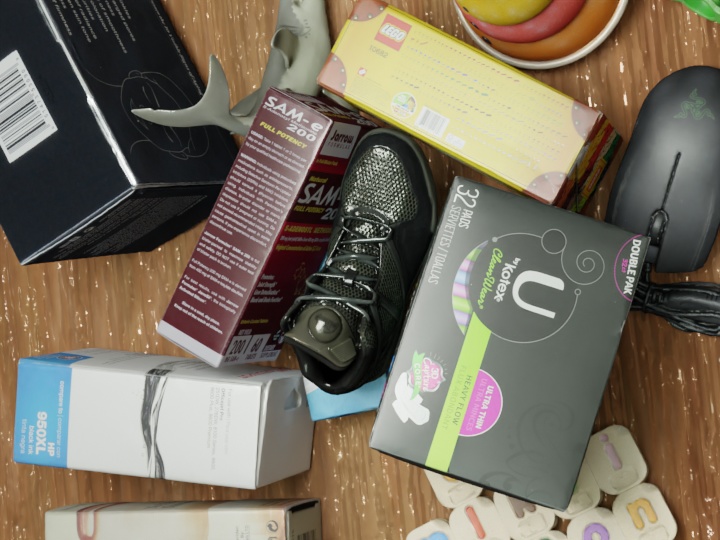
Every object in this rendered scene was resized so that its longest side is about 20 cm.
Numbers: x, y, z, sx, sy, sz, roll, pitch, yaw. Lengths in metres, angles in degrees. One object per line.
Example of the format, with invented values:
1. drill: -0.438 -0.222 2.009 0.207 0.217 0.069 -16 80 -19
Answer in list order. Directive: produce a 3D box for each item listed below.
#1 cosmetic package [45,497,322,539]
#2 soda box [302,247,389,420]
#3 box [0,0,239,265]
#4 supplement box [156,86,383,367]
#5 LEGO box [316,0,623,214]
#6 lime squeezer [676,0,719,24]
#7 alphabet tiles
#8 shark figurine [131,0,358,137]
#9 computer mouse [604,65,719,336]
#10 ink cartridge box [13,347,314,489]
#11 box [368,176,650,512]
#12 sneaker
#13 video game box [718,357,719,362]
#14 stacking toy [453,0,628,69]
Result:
1. cosmetic package: -0.137 0.226 1.466 0.200 0.103 0.087 -4 87 13
2. soda box: -0.019 0.013 1.455 0.068 0.064 0.200 -13 86 14
3. box: -0.210 -0.122 1.432 0.124 0.197 0.200 -31 81 23
4. supplement box: -0.065 -0.031 1.378 0.061 0.109 0.200 28 101 19
5. LEGO box: 0.084 -0.119 1.383 0.200 0.149 0.077 29 94 13
6. lime squeezer: 0.273 -0.217 1.392 0.200 0.038 0.071 -4 88 16
7. alphabet tiles: 0.138 0.205 1.432 0.200 0.015 0.196 -30 76 13
8. shark figurine: -0.082 -0.133 1.437 0.089 0.215 0.128 -13 114 35
9. computer mouse: 0.238 -0.056 1.392 0.138 0.053 0.200 14 93 16
10. ink cartridge box: -0.148 0.112 1.447 0.200 0.145 0.084 5 92 15
11. box: 0.104 0.055 1.329 0.148 0.124 0.200 17 85 4
12. sneaker: 0.000 0.000 1.339 0.076 0.114 0.200 18 107 12
13. video game box: 0.386 0.022 1.343 0.200 0.047 0.183 23 93 5
14. stacking toy: 0.106 -0.224 1.348 0.146 0.200 0.147 1 93 23
